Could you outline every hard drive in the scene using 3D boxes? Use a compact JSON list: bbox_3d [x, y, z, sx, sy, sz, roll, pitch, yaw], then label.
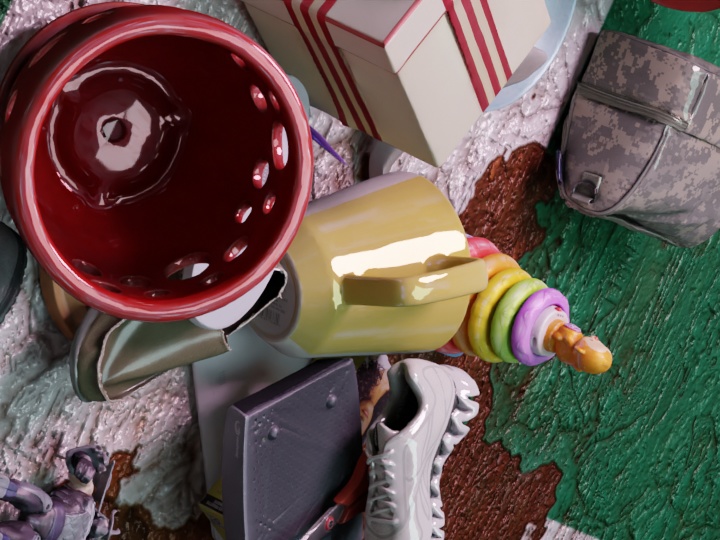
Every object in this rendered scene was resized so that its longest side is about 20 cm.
[{"bbox_3d":[-0.055,0.176,1.677,0.134,0.042,0.202,-27,126,-40],"label":"hard drive"}]

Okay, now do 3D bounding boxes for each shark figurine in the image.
[{"bbox_3d":[0.051,-0.108,1.711,0.127,0.090,0.215,23,117,-30],"label":"shark figurine"}]

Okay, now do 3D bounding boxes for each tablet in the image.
[{"bbox_3d":[-0.084,0.119,1.741,0.130,0.014,0.201,-30,129,-38],"label":"tablet"}]

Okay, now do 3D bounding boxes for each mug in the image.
[{"bbox_3d":[-0.006,-0.005,1.655,0.152,0.150,0.187,-11,158,-39],"label":"mug"}]

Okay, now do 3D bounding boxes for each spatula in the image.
[{"bbox_3d":[-0.081,-0.120,1.605,0.199,0.057,0.021,15,115,-45],"label":"spatula"}]

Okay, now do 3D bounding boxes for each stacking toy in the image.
[{"bbox_3d":[0.139,0.044,1.814,0.116,0.199,0.111,21,92,-51],"label":"stacking toy"}]

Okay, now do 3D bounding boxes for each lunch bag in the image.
[{"bbox_3d":[0.280,-0.115,1.951,0.199,0.139,0.169,17,94,-51],"label":"lunch bag"}]

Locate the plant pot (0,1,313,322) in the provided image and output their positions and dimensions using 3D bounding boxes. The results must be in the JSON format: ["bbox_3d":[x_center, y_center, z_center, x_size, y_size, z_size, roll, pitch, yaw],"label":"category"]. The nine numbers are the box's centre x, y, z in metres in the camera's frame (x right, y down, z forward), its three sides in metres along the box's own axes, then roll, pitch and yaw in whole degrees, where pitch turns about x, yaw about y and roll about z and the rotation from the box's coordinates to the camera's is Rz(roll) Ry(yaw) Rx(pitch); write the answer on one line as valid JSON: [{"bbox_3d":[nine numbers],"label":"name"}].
[{"bbox_3d":[-0.150,-0.080,1.397,0.199,0.182,0.202,-4,102,-19],"label":"plant pot"}]

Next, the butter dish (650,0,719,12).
[{"bbox_3d":[0.277,-0.304,1.862,0.199,0.147,0.201,4,65,-48],"label":"butter dish"}]

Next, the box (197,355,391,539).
[{"bbox_3d":[-0.047,0.146,1.747,0.200,0.050,0.075,-51,138,-19],"label":"box"}]

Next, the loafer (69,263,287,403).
[{"bbox_3d":[-0.132,0.033,1.546,0.200,0.069,0.076,-40,134,-31],"label":"loafer"}]

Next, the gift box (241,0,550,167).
[{"bbox_3d":[0.024,-0.227,1.574,0.201,0.184,0.187,-57,149,-18],"label":"gift box"}]

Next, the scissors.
[{"bbox_3d":[-0.021,0.190,1.677,0.199,0.014,0.074,-24,125,-49],"label":"scissors"}]

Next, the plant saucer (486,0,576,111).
[{"bbox_3d":[0.113,-0.238,1.776,0.200,0.039,0.203,-26,127,-40],"label":"plant saucer"}]

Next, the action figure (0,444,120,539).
[{"bbox_3d":[-0.243,0.186,1.546,0.200,0.069,0.131,20,83,-56],"label":"action figure"}]

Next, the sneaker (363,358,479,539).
[{"bbox_3d":[0.030,0.167,1.676,0.081,0.075,0.202,26,74,-48],"label":"sneaker"}]

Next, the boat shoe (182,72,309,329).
[{"bbox_3d":[-0.091,-0.051,1.534,0.068,0.056,0.202,28,73,-35],"label":"boat shoe"}]

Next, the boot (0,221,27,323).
[{"bbox_3d":[-0.315,0.017,1.381,0.201,0.069,0.132,-55,135,-21],"label":"boot"}]

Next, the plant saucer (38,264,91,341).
[{"bbox_3d":[-0.156,-0.027,1.571,0.200,0.032,0.202,-26,127,-40],"label":"plant saucer"}]
